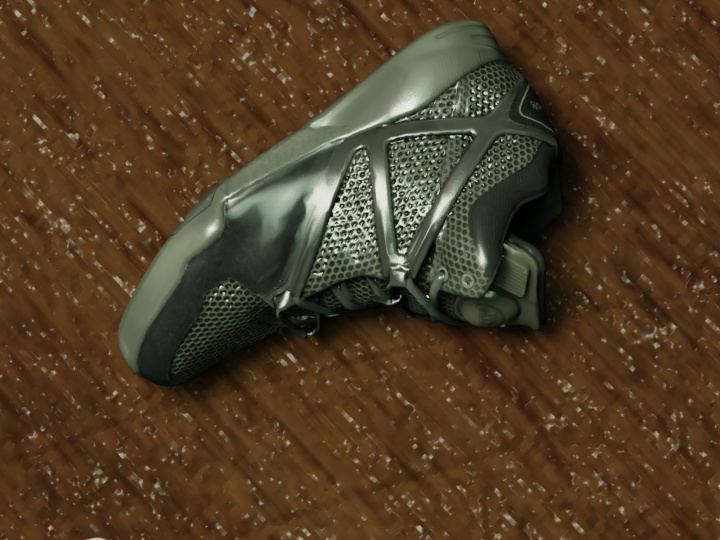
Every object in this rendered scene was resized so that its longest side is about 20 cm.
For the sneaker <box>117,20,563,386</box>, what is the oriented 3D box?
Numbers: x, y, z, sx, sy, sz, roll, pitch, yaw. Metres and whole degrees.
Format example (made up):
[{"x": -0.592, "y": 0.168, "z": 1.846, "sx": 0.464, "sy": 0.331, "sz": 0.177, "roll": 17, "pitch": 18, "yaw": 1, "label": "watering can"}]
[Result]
[{"x": 0.000, "y": 0.000, "z": 1.132, "sx": 0.199, "sy": 0.076, "sz": 0.114, "roll": -36, "pitch": 69, "yaw": -1, "label": "sneaker"}]

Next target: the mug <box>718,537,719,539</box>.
[{"x": 0.204, "y": 0.139, "z": 0.975, "sx": 0.185, "sy": 0.115, "sz": 0.152, "roll": 33, "pitch": 71, "yaw": 28, "label": "mug"}]

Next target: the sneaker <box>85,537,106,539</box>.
[{"x": -0.129, "y": 0.152, "z": 1.147, "sx": 0.199, "sy": 0.075, "sz": 0.088, "roll": 5, "pitch": 70, "yaw": 7, "label": "sneaker"}]
